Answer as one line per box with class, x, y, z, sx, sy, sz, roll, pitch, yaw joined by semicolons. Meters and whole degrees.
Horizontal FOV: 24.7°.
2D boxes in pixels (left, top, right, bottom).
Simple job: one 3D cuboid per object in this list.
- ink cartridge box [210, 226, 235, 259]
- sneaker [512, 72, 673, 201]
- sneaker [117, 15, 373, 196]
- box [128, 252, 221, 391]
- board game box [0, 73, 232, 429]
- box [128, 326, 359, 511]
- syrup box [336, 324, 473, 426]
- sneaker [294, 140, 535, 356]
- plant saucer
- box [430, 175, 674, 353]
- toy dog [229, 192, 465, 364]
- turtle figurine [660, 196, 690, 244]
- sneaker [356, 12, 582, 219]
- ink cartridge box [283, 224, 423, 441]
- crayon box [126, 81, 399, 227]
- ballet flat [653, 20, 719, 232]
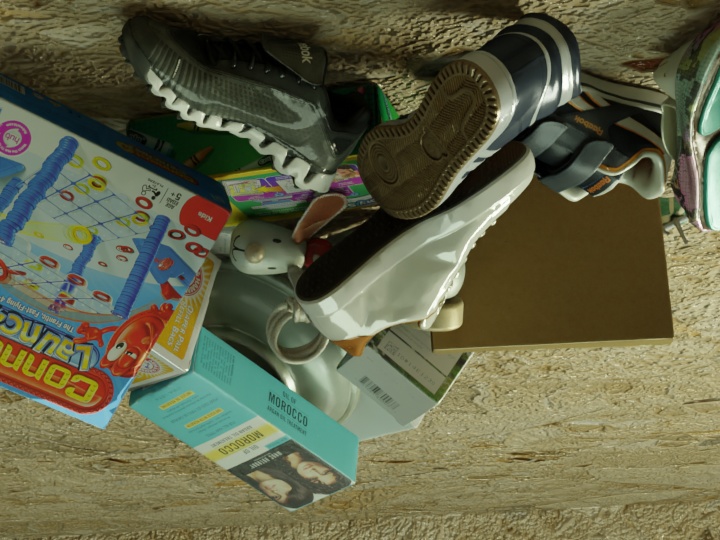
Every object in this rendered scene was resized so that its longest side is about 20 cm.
ink cartridge box;-0.202;-0.043;1.432;0.198;0.051;0.161;12;163;-1
sneaker;0.153;-0.100;1.222;0.198;0.080;0.078;7;162;-25
sneaker;-0.069;-0.130;1.112;0.199;0.067;0.090;31;118;-35
box;-0.223;-0.003;1.309;0.101;0.113;0.200;-18;135;42
board game box;-0.225;-0.012;1.179;0.199;0.197;0.056;25;-164;-23
box;-0.096;0.129;1.397;0.082;0.050;0.200;-28;130;32
syrup box;0.073;0.025;1.401;0.079;0.201;0.081;39;152;-5
sneaker;0.051;-0.015;1.200;0.199;0.073;0.085;-36;121;1
plant saucer;-0.097;0.081;1.445;0.198;0.050;0.201;18;136;18
box;0.150;-0.015;1.350;0.198;0.165;0.021;-2;163;-2
toy dog;0.000;0.000;1.271;0.198;0.133;0.096;-15;-172;5
turtle figurine;0.222;-0.016;1.456;0.101;0.150;0.200;40;179;12
sneaker;0.077;-0.105;1.123;0.108;0.070;0.200;-34;177;-30
ink cartridge box;-0.029;0.066;1.536;0.199;0.146;0.145;-18;119;43
crayon box;-0.066;-0.084;1.266;0.198;0.059;0.119;-7;163;13
ballet flat;0.244;-0.114;1.180;0.069;0.071;0.201;-33;142;-22
